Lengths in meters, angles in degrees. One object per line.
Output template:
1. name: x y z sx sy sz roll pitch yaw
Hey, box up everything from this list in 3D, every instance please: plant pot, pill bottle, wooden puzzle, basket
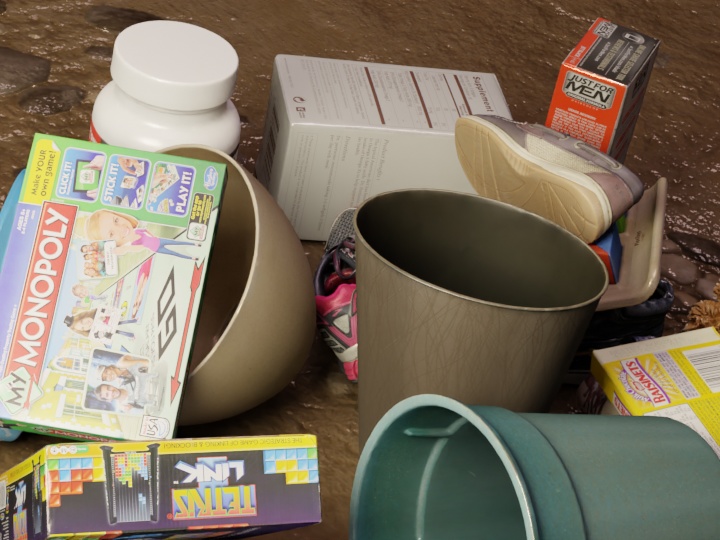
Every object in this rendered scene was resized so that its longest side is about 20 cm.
1. plant pot: 0.127 0.174 1.216 0.195 0.201 0.200 -2 37 -33
2. pill bottle: -0.154 -0.083 1.457 0.115 0.201 0.116 8 35 -6
3. wooden puzzle: 0.139 -0.017 1.472 0.199 0.047 0.185 -15 24 18
4. basket: 0.066 0.068 1.314 0.179 0.201 0.136 20 33 17
5. plant pot: -0.109 0.029 1.358 0.134 0.200 0.201 33 15 -45

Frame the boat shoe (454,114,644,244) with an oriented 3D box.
1. boat shoe: 0.144 -0.078 1.470 0.065 0.072 0.200 -22 28 -23

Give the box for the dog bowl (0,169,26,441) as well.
1. dog bowl: -0.242 0.028 1.324 0.049 0.111 0.201 18 63 -18

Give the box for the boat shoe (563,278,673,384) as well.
1. boat shoe: 0.146 0.040 1.480 0.199 0.091 0.071 1 37 -17

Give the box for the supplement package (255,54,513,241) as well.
1. supplement package: 0.021 -0.100 1.610 0.199 0.117 0.118 4 34 -14

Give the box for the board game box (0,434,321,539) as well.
1. board game box: -0.131 0.142 1.173 0.164 0.200 0.057 0 79 -18

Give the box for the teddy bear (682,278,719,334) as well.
1. teddy bear: 0.364 0.063 1.541 0.144 0.067 0.200 -18 45 -33

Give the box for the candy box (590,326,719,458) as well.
1. candy box: 0.248 0.116 1.326 0.102 0.027 0.200 -12 40 -15

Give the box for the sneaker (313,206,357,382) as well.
1. sneaker: 0.000 0.000 1.469 0.080 0.075 0.200 -28 26 12

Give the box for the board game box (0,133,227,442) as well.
1. board game box: -0.171 0.014 1.250 0.134 0.029 0.201 9 69 0

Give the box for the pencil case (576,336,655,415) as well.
1. pencil case: 0.232 0.138 1.382 0.089 0.078 0.200 -22 41 -1

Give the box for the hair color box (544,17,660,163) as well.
1. hair color box: 0.188 -0.099 1.590 0.061 0.201 0.102 23 36 13
